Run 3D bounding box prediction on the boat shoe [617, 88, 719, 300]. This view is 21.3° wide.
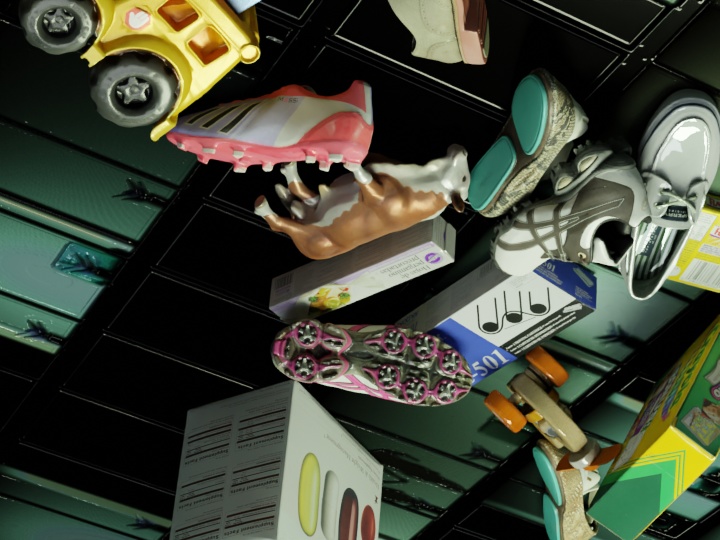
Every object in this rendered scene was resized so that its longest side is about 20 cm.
[{"bbox_3d":[0.274,-0.060,1.679,0.073,0.067,0.201,5,129,-4],"label":"boat shoe"}]

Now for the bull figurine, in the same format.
[{"bbox_3d":[0.002,-0.069,1.729,0.199,0.065,0.121,-28,129,34],"label":"bull figurine"}]

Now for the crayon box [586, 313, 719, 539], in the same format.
[{"bbox_3d":[0.312,0.142,1.852,0.058,0.200,0.173,34,138,2],"label":"crayon box"}]

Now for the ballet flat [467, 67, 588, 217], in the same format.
[{"bbox_3d":[0.154,-0.114,1.666,0.075,0.068,0.200,-7,152,-21],"label":"ballet flat"}]

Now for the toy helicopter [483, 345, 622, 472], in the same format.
[{"bbox_3d":[0.201,0.157,1.944,0.132,0.079,0.200,43,176,12],"label":"toy helicopter"}]

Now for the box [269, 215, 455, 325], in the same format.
[{"bbox_3d":[0.000,0.000,1.837,0.199,0.042,0.039,-23,136,30],"label":"box"}]

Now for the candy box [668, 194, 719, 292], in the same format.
[{"bbox_3d":[0.287,-0.035,1.769,0.199,0.027,0.102,15,135,-12],"label":"candy box"}]

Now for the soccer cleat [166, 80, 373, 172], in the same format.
[{"bbox_3d":[-0.078,-0.129,1.672,0.199,0.077,0.067,4,167,30],"label":"soccer cleat"}]

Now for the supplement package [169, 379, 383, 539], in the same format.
[{"bbox_3d":[-0.087,0.263,2.053,0.146,0.201,0.191,-18,137,27],"label":"supplement package"}]

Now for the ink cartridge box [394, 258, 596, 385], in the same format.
[{"bbox_3d":[0.130,0.045,1.876,0.094,0.044,0.200,31,136,-27],"label":"ink cartridge box"}]

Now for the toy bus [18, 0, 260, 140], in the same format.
[{"bbox_3d":[-0.159,-0.231,1.500,0.191,0.136,0.200,-30,129,19],"label":"toy bus"}]

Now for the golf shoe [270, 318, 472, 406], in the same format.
[{"bbox_3d":[0.011,0.086,1.880,0.199,0.073,0.092,12,177,-4],"label":"golf shoe"}]

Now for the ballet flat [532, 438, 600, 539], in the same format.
[{"bbox_3d":[0.231,0.238,2.110,0.065,0.071,0.200,-23,144,-7],"label":"ballet flat"}]

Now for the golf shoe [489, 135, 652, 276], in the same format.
[{"bbox_3d":[0.185,-0.031,1.694,0.077,0.095,0.200,-19,161,-33],"label":"golf shoe"}]

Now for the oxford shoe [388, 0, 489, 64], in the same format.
[{"bbox_3d":[0.050,-0.231,1.512,0.073,0.071,0.200,-3,141,15],"label":"oxford shoe"}]
